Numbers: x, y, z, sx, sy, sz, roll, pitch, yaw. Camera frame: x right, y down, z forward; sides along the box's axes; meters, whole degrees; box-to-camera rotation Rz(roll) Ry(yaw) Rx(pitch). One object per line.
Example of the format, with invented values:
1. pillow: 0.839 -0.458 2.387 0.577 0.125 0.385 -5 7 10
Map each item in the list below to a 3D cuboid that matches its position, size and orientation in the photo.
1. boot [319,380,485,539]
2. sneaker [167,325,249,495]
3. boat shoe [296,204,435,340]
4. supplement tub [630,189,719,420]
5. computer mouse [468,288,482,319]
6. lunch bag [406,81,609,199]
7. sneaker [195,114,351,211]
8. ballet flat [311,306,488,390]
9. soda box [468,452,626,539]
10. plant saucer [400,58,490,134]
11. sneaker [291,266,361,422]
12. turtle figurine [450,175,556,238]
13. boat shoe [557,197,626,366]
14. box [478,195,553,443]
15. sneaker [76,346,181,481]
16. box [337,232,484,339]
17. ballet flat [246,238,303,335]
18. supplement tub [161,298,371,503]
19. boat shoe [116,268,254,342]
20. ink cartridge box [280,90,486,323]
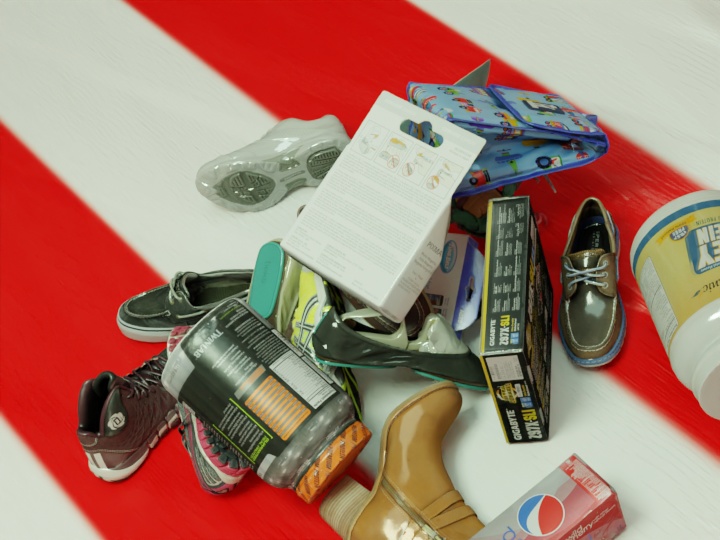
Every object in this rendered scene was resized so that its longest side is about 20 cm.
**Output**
1. boot: 0.072 0.214 1.569 0.155 0.077 0.200 32 66 36
2. sneaker: -0.169 0.144 1.694 0.081 0.075 0.200 5 49 -28
3. boat shoe: 0.000 0.000 1.706 0.072 0.072 0.200 -43 65 8
4. supplement tub: 0.361 0.035 1.574 0.144 0.145 0.200 -18 48 4
5. computer mouse: 0.051 0.012 1.778 0.200 0.034 0.059 18 58 30
6. lunch bag: 0.165 -0.147 1.722 0.200 0.094 0.151 -5 22 -14
7. sneaker: -0.105 -0.137 1.943 0.200 0.078 0.099 -14 39 -1
8. ballet flat: 0.050 0.076 1.638 0.200 0.069 0.068 10 14 -15
9. soda box: 0.154 0.267 1.499 0.200 0.070 0.063 -37 48 -12
10. plant saucer: 0.081 -0.175 1.867 0.201 0.039 0.201 -35 4 3
11. sneaker: -0.052 0.084 1.699 0.076 0.075 0.200 -13 65 14
12. turtle figurine: 0.129 -0.086 1.791 0.150 0.101 0.200 -22 33 -20
13. boat shoe: 0.240 0.009 1.688 0.072 0.072 0.200 -8 49 14
14. box: 0.161 0.050 1.621 0.049 0.160 0.200 -6 50 16
15. sneaker: -0.236 0.125 1.726 0.076 0.116 0.200 18 59 31
16. box: 0.044 0.014 1.746 0.200 0.041 0.119 8 80 23
17. ballet flat: -0.102 0.064 1.757 0.069 0.069 0.200 20 89 32
18. supplement tub: -0.092 0.134 1.603 0.200 0.123 0.123 42 71 10
19. boat shoe: -0.191 0.028 1.823 0.200 0.071 0.072 -10 49 12
20. ink cartridge box: 0.031 -0.067 1.638 0.162 0.057 0.200 31 82 40
